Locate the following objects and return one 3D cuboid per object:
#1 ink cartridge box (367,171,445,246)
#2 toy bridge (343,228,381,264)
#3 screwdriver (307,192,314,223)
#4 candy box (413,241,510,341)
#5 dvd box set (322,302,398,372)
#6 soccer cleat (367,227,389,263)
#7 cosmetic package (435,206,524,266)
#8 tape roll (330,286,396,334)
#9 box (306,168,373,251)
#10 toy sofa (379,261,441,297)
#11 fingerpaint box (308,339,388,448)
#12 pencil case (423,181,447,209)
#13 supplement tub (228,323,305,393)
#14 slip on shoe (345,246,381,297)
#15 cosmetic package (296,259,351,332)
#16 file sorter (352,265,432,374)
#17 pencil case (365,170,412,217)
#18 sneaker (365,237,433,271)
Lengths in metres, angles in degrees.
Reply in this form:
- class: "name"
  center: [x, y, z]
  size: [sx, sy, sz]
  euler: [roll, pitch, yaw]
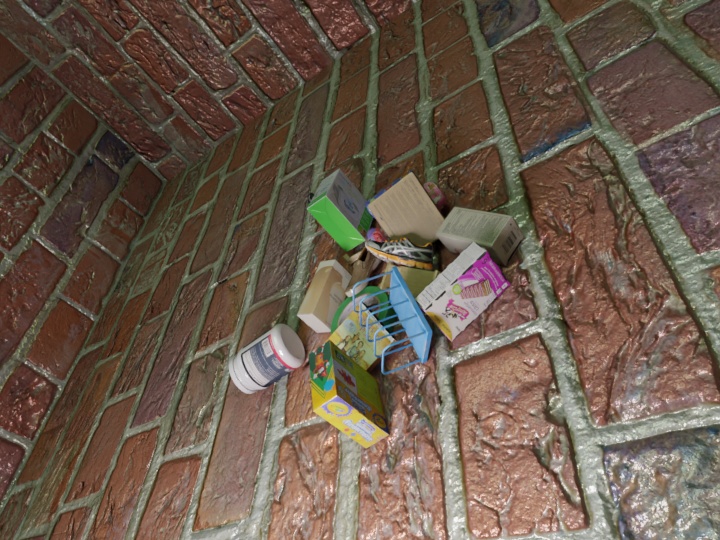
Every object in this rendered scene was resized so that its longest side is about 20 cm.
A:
- class: "ink cartridge box"
  center: [0.143, -0.151, 1.493]
  size: [0.164, 0.201, 0.075]
  euler: [-35, -5, 14]
- class: "toy bridge"
  center: [0.027, -0.090, 1.696]
  size: [0.200, 0.027, 0.067]
  euler: [-45, 35, 0]
- class: "screwdriver"
  center: [-0.206, -0.251, 2.101]
  size: [0.029, 0.028, 0.202]
  euler: [-2, 42, 7]
- class: "candy box"
  center: [0.242, 0.051, 1.232]
  size: [0.200, 0.136, 0.061]
  euler: [-44, 34, 3]
- class: "dvd box set"
  center: [-0.015, 0.204, 1.361]
  size: [0.200, 0.029, 0.146]
  euler: [-48, 61, 9]
- class: "soccer cleat"
  center: [0.068, -0.083, 1.585]
  size: [0.067, 0.076, 0.201]
  euler: [-41, 43, 6]
- class: "cosmetic package"
  center: [0.308, -0.092, 1.353]
  size: [0.104, 0.087, 0.199]
  euler: [-53, 36, -11]
- class: "tape roll"
  center: [0.008, 0.139, 1.461]
  size: [0.199, 0.048, 0.202]
  euler: [-28, 38, 24]
- class: "box"
  center: [-0.059, -0.199, 1.718]
  size: [0.096, 0.200, 0.178]
  euler: [-27, 26, 34]
- class: "toy sofa"
  center: [0.155, 0.040, 1.391]
  size: [0.199, 0.097, 0.084]
  euler: [12, 81, 50]
- class: "fingerpaint box"
  center: [-0.030, 0.289, 1.212]
  size: [0.073, 0.200, 0.168]
  euler: [-34, 36, 16]
- class: "pencil case"
  center: [0.164, -0.176, 1.566]
  size: [0.199, 0.083, 0.087]
  euler: [-40, 40, 11]
- class: "supplement tub"
  center: [-0.277, 0.264, 1.547]
  size: [0.199, 0.140, 0.141]
  euler: [-33, 36, 16]
- class: "slip on shoe"
  center: [0.000, 0.000, 1.553]
  size: [0.075, 0.061, 0.201]
  euler: [-20, 24, 43]
- class: "cosmetic package"
  center: [-0.105, 0.078, 1.595]
  size: [0.070, 0.105, 0.202]
  euler: [-8, 50, 40]
- class: "file sorter"
  center: [0.070, 0.122, 1.250]
  size: [0.121, 0.140, 0.201]
  euler: [-17, 54, -13]
- class: "pencil case"
  center: [0.114, -0.244, 1.713]
  size: [0.199, 0.087, 0.079]
  euler: [-32, 40, 20]
- class: "sneaker"
  center: [0.110, -0.056, 1.437]
  size: [0.197, 0.078, 0.078]
  euler: [16, 87, 11]
